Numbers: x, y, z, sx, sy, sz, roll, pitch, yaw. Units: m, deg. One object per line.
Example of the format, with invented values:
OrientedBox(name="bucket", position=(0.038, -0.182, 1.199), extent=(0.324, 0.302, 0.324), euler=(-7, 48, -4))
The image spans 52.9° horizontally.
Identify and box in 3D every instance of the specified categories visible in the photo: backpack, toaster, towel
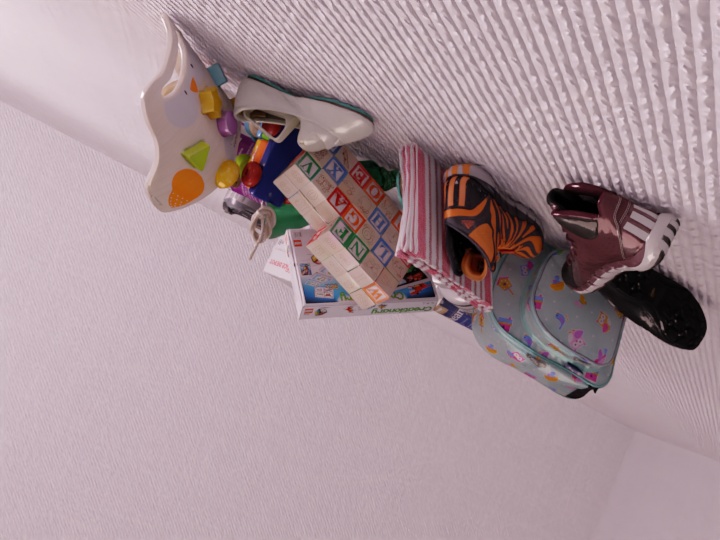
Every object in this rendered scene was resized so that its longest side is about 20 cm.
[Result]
OrientedBox(name="backpack", position=(0.257, 0.056, 0.980), extent=(0.197, 0.178, 0.154), euler=(24, 158, 7))
OrientedBox(name="toaster", position=(-0.167, -0.144, 1.264), extent=(0.112, 0.131, 0.200), euler=(26, 175, -14))
OrientedBox(name="towel", position=(0.106, -0.048, 0.886), extent=(0.029, 0.149, 0.199), euler=(-15, 150, 34))

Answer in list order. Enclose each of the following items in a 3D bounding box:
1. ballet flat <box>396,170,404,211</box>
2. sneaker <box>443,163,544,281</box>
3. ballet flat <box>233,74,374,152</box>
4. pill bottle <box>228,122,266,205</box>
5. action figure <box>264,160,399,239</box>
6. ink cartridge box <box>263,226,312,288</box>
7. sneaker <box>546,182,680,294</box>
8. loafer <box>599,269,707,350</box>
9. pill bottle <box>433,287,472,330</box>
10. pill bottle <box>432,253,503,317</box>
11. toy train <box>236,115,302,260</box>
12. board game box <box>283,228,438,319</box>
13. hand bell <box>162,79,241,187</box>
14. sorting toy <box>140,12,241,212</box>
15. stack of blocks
OrientedBox(name="ballet flat", position=(0.090, -0.097, 0.965), extent=(0.062, 0.077, 0.200), euler=(-7, 172, 10))
OrientedBox(name="sneaker", position=(0.154, -0.032, 0.871), extent=(0.077, 0.114, 0.199), euler=(-11, 150, 42))
OrientedBox(name="ballet flat", position=(-0.074, -0.180, 0.880), extent=(0.197, 0.071, 0.069), euler=(23, 174, 24))
OrientedBox(name="pill bottle", position=(-0.132, -0.154, 1.122), extent=(0.197, 0.114, 0.112), euler=(25, 174, 13))
OrientedBox(name="action figure", position=(-0.037, -0.111, 1.021), extent=(0.196, 0.121, 0.055), euler=(-10, 159, 11))
OrientedBox(name="ink cartridge box", position=(-0.066, -0.059, 1.215), extent=(0.084, 0.203, 0.144), euler=(27, 173, -29))
OrientedBox(name="sneaker", position=(0.235, -0.044, 0.763), extent=(0.114, 0.077, 0.200), euler=(31, 163, -2))
OrientedBox(name="loafer", position=(0.350, 0.031, 0.894), extent=(0.199, 0.069, 0.070), euler=(34, 179, -21))
OrientedBox(name="pill bottle", position=(0.187, 0.039, 1.413), extent=(0.197, 0.113, 0.111), euler=(27, 174, -9))
OrientedBox(name="pill bottle", position=(0.189, 0.012, 1.157), extent=(0.115, 0.118, 0.199), euler=(20, 171, 43))
OrientedBox(name="toy train", position=(-0.144, -0.126, 0.999), extent=(0.084, 0.203, 0.115), euler=(20, -175, -41))
OrientedBox(name="board game box", position=(0.000, 0.000, 1.001), extent=(0.196, 0.128, 0.035), euler=(-1, 146, -20))
OrientedBox(name="hand bell", position=(-0.208, -0.173, 0.999), extent=(0.104, 0.104, 0.200), euler=(32, -167, -50))
OrientedBox(name="sorting toy", position=(-0.213, -0.203, 0.875), extent=(0.104, 0.204, 0.181), euler=(1, 155, 10))
OrientedBox(name="stack of blocks", position=(-0.018, -0.066, 0.931), extent=(0.201, 0.116, 0.058), euler=(49, 141, -14))
